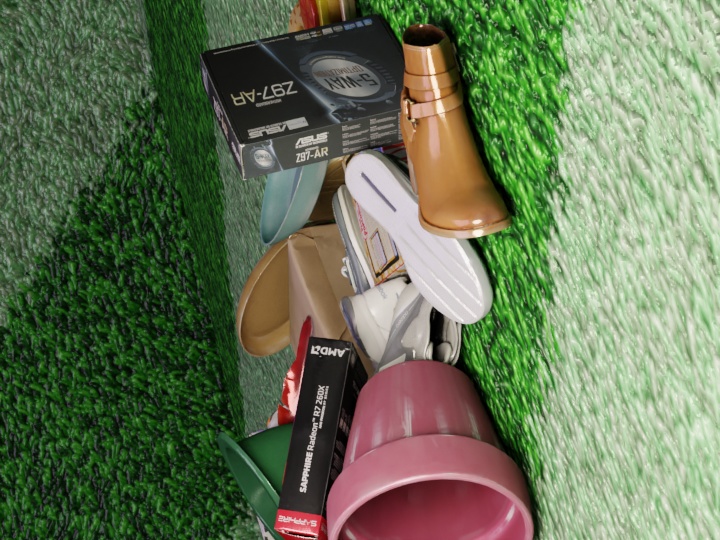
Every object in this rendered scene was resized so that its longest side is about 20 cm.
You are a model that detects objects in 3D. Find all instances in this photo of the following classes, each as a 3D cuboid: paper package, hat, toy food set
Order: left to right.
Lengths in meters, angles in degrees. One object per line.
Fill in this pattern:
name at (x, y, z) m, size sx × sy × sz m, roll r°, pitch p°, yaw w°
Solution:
hat at (-0.054, 0.203, 1.833) m, size 0.165 × 0.175 × 0.201 m, roll 29°, pitch 148°, yaw 55°
toy food set at (-0.050, -0.304, 1.809) m, size 0.200 × 0.048 × 0.200 m, roll -134°, pitch 33°, yaw -68°
paper package at (-0.019, 0.076, 1.951) m, size 0.201 × 0.102 × 0.192 m, roll 93°, pitch 160°, yaw -49°

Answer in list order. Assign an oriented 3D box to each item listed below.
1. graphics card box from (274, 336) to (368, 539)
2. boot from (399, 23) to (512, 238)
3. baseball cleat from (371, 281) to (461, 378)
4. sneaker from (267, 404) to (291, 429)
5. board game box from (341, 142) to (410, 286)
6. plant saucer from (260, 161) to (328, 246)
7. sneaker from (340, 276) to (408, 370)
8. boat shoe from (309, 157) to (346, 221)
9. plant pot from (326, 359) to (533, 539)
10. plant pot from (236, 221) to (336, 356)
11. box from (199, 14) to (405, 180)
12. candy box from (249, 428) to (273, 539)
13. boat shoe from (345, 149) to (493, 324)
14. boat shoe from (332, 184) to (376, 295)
graphics card box at (-0.037, 0.181, 1.604) m, size 0.126 × 0.050 × 0.203 m, roll 65°, pitch -146°, yaw -69°
boot at (0.074, -0.123, 1.394) m, size 0.200 × 0.073 × 0.157 m, roll -129°, pitch 30°, yaw -61°
baseball cleat at (0.053, 0.113, 1.649) m, size 0.106 × 0.069 × 0.203 m, roll -136°, pitch 52°, yaw -65°
sneaker at (-0.022, 0.226, 1.892) m, size 0.076 × 0.198 × 0.093 m, roll 110°, pitch -179°, yaw -50°
board game box at (0.034, -0.073, 1.685) m, size 0.200 × 0.046 × 0.153 m, roll 140°, pitch 115°, yaw -76°
plant saucer at (-0.069, -0.122, 1.827) m, size 0.200 × 0.036 × 0.203 m, roll -164°, pitch 90°, yaw -75°
sneaker at (0.050, 0.090, 1.738) m, size 0.075 × 0.086 × 0.201 m, roll 60°, pitch 177°, yaw 46°
boat shoe at (-0.036, -0.117, 1.885) m, size 0.200 × 0.072 × 0.066 m, roll 126°, pitch 135°, yaw -67°
plant pot at (0.063, 0.196, 1.559) m, size 0.180 × 0.197 × 0.202 m, roll -94°, pitch 2°, yaw -46°
plant pot at (-0.092, 0.018, 2.018) m, size 0.027 × 0.200 × 0.201 m, roll 34°, pitch 147°, yaw 25°
box at (-0.046, -0.176, 1.578) m, size 0.044 × 0.198 × 0.161 m, roll 88°, pitch 163°, yaw -44°
candy box at (-0.067, 0.294, 2.242) m, size 0.201 × 0.166 × 0.072 m, roll 91°, pitch 163°, yaw -50°
boat shoe at (0.069, -0.041, 1.515) m, size 0.072 × 0.071 × 0.201 m, roll -45°, pitch 75°, yaw 35°
boat shoe at (0.000, 0.000, 1.817) m, size 0.073 × 0.061 × 0.202 m, roll 2°, pitch -117°, yaw -57°
